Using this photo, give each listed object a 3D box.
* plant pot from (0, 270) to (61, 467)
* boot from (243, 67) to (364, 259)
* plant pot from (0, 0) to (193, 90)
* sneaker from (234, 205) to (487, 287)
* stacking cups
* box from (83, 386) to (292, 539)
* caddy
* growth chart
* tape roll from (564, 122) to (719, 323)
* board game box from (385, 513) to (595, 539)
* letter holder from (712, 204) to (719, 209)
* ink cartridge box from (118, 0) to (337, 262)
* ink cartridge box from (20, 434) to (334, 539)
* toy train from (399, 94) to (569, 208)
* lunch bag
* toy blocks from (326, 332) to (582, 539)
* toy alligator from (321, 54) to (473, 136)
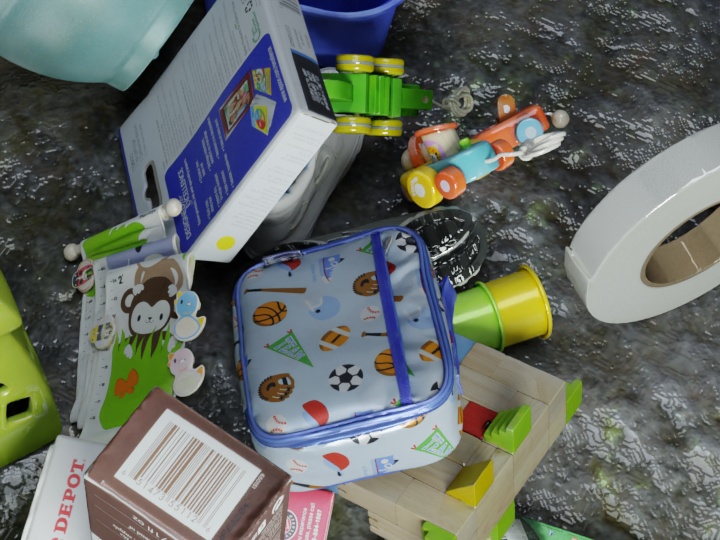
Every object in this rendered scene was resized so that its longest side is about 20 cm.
[{"bbox_3d":[-0.338,0.036,1.165,0.197,0.182,0.201,-23,62,-18],"label":"plant pot"},{"bbox_3d":[-0.041,-0.104,1.331,0.073,0.096,0.201,16,58,4],"label":"boot"},{"bbox_3d":[-0.210,-0.231,1.355,0.134,0.200,0.201,37,58,-14],"label":"plant pot"},{"bbox_3d":[0.000,0.000,1.293,0.198,0.079,0.075,-14,97,2],"label":"sneaker"},{"bbox_3d":[0.045,0.056,1.270,0.198,0.061,0.061,-20,62,-11],"label":"stacking cups"},{"bbox_3d":[-0.104,0.162,0.996,0.100,0.201,0.075,31,63,13],"label":"box"},{"bbox_3d":[-0.047,-0.261,1.422,0.198,0.105,0.143,12,57,2],"label":"caddy"},{"bbox_3d":[-0.168,0.043,1.225,0.144,0.018,0.202,-26,53,32],"label":"growth chart"},{"bbox_3d":[0.247,-0.035,1.255,0.201,0.204,0.037,-21,62,-18],"label":"tape roll"},{"bbox_3d":[0.110,0.225,1.184,0.198,0.024,0.105,18,56,7],"label":"board game box"},{"bbox_3d":[0.370,-0.107,1.311,0.142,0.201,0.101,36,61,16],"label":"letter holder"},{"bbox_3d":[-0.106,-0.109,1.277,0.047,0.200,0.199,18,37,-33],"label":"ink cartridge box"},{"bbox_3d":[-0.128,0.210,1.132,0.198,0.085,0.146,11,57,0],"label":"ink cartridge box"},{"bbox_3d":[0.094,-0.105,1.307,0.149,0.200,0.056,-27,95,4],"label":"toy train"},{"bbox_3d":[-0.006,0.054,1.171,0.158,0.076,0.201,-15,42,5],"label":"lunch bag"},{"bbox_3d":[0.051,0.119,1.191,0.136,0.101,0.200,23,54,26],"label":"toy blocks"},{"bbox_3d":[0.014,-0.137,1.325,0.054,0.199,0.060,5,95,37],"label":"toy alligator"}]
